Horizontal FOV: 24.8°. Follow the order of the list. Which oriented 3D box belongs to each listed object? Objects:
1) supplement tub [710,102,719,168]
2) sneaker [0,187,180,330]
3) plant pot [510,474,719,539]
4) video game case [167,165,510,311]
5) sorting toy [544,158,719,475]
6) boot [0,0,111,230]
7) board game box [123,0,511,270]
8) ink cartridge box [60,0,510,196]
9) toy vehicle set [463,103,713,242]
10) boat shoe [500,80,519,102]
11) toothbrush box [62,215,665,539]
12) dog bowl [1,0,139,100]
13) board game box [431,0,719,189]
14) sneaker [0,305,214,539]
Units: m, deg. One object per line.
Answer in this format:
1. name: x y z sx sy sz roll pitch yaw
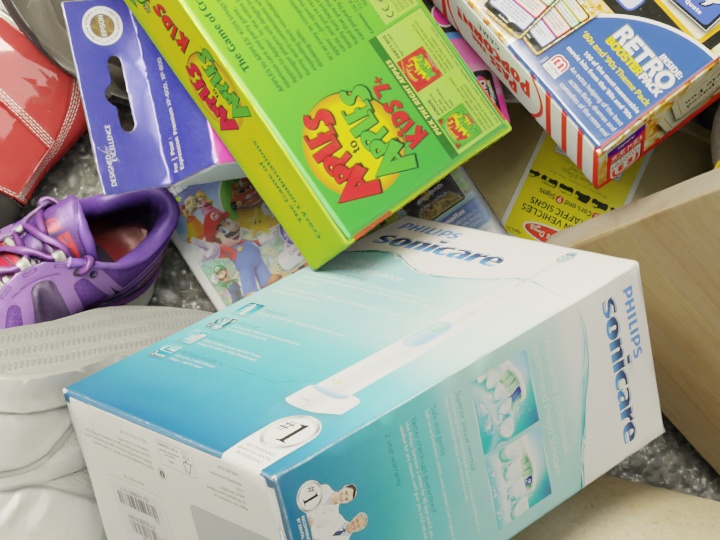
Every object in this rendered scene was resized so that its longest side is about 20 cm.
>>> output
1. supplement tub: 0.278 -0.099 0.805 0.145 0.145 0.200 38 63 5
2. sneaker: -0.163 0.002 0.752 0.081 0.083 0.200 46 43 9
3. plant pot: 0.098 0.167 0.733 0.183 0.200 0.201 21 76 12
4. video game case: 0.000 0.000 0.818 0.143 0.018 0.200 -34 83 7
5. sorting toy: 0.217 0.019 0.745 0.200 0.199 0.070 47 54 -15
6. boot: -0.239 -0.100 0.821 0.200 0.072 0.144 33 79 0
7. board game box: -0.034 -0.113 0.725 0.102 0.048 0.200 -36 91 -25
8. ink cartridge box: -0.032 -0.096 0.767 0.199 0.037 0.095 -10 81 -21
9. toy vehicle set: 0.110 -0.038 0.851 0.200 0.027 0.124 27 77 2
10. boat shoe: 0.136 -0.134 0.824 0.200 0.066 0.070 -23 80 15
11. toothbrush box: 0.004 0.058 0.679 0.200 0.146 0.086 -29 117 -34
12. dog bowl: -0.094 -0.173 0.802 0.200 0.059 0.201 1 88 -24
13. board game box: 0.138 -0.157 0.745 0.200 0.046 0.152 -36 71 -5
14. sneaker: -0.114 0.082 0.744 0.074 0.200 0.116 19 106 36
